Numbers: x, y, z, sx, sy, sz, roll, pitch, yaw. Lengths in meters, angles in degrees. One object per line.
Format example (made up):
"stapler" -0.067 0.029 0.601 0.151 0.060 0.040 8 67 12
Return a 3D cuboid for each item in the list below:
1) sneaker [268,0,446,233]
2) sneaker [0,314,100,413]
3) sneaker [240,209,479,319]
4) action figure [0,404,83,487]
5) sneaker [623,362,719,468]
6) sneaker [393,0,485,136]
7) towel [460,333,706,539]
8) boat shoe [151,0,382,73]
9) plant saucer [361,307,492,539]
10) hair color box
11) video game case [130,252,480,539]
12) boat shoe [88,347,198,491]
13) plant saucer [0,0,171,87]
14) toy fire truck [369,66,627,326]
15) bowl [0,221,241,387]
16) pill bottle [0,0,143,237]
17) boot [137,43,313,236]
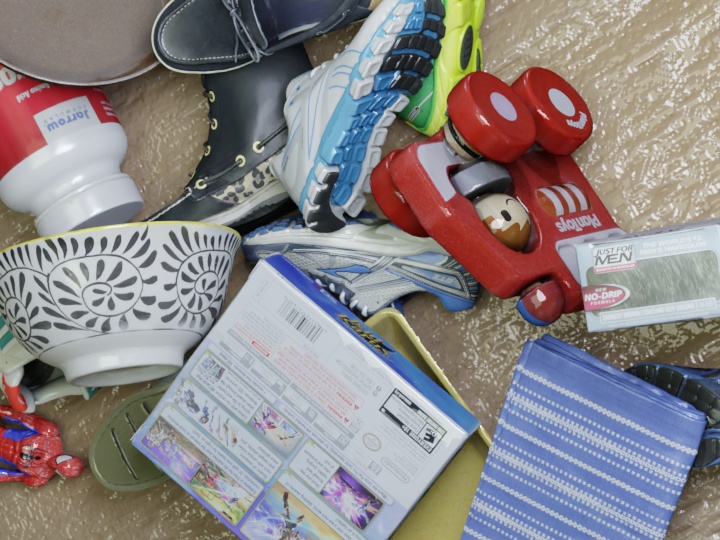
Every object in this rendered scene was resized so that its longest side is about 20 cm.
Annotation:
"sneaker" -0.013 -0.132 1.515 0.087 0.075 0.201 43 115 32
"sneaker" -0.283 0.065 1.688 0.198 0.094 0.071 2 134 20
"sneaker" 0.000 0.000 1.586 0.199 0.077 0.086 2 101 25
"action figure" -0.316 0.138 1.744 0.199 0.052 0.066 14 95 19
"sneaker" 0.268 0.104 1.481 0.199 0.078 0.076 9 100 39
"sneaker" 0.049 -0.196 1.537 0.083 0.074 0.201 16 112 23
"towel" 0.153 0.161 1.502 0.144 0.024 0.201 25 108 23
"boat shoe" -0.074 -0.191 1.538 0.199 0.062 0.075 -12 95 27
"plant saucer" 0.014 0.157 1.594 0.200 0.048 0.200 -37 87 20
"hair color box" 0.222 -0.001 1.421 0.098 0.200 0.061 -9 90 23
"video game case" -0.042 0.120 1.557 0.200 0.045 0.182 40 108 8
"boat shoe" -0.127 0.105 1.647 0.200 0.068 0.075 -38 81 22
"plant saucer" -0.229 -0.216 1.626 0.200 0.200 0.032 47 145 13
"toy fire truck" 0.112 -0.042 1.469 0.112 0.200 0.168 -43 73 31
"bowl" -0.181 0.033 1.574 0.200 0.200 0.095 -13 79 23
"pill bottle" -0.254 -0.120 1.664 0.112 0.112 0.201 -33 81 21
"boot" -0.109 -0.107 1.624 0.203 0.073 0.155 -25 82 13
